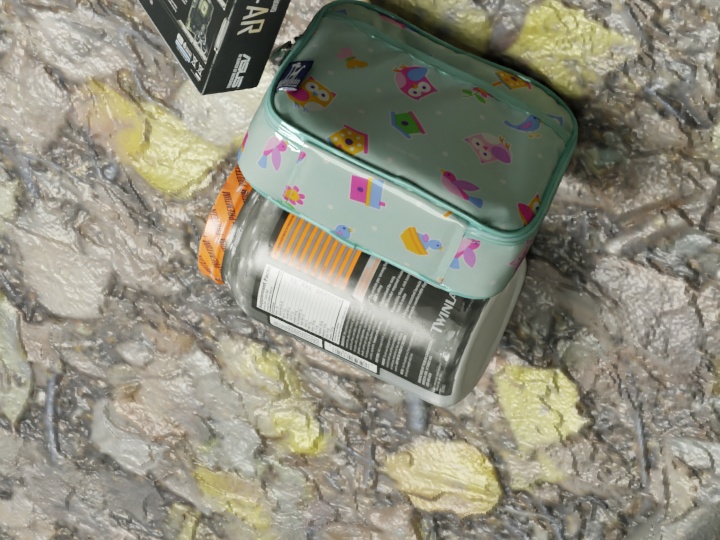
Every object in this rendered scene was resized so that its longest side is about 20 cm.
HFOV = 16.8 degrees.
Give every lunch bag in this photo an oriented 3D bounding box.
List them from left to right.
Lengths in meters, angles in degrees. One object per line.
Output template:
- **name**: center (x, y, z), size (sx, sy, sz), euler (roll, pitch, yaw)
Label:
- **lunch bag**: center (0.031, -0.085, 1.541), size (0.200, 0.160, 0.077), euler (28, 137, 2)

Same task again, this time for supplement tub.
- **supplement tub**: center (0.000, 0.000, 1.640), size (0.200, 0.123, 0.123), euler (26, 131, 13)

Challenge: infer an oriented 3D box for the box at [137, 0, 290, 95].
- **box**: center (-0.105, -0.234, 1.518), size (0.200, 0.043, 0.160), euler (55, 140, 32)
